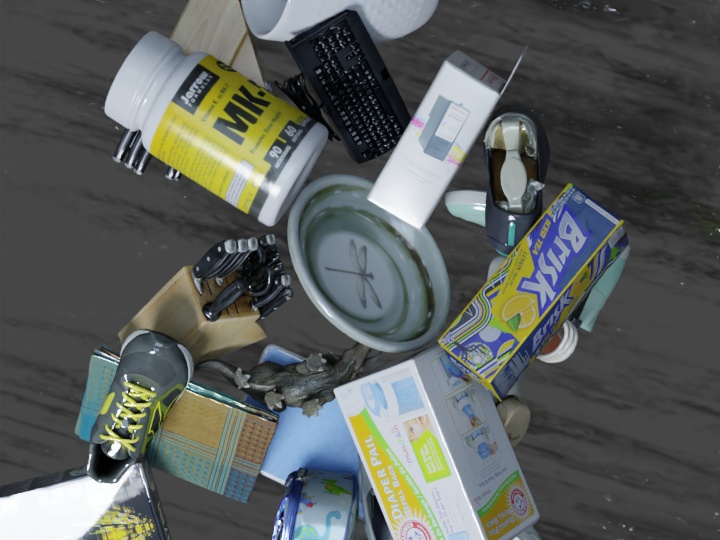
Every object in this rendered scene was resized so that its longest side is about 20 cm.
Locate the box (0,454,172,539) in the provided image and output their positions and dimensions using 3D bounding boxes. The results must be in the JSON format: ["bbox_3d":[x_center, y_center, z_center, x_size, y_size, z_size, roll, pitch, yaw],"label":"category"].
[{"bbox_3d":[-0.297,0.289,1.720,0.198,0.049,0.163,-13,101,2],"label":"box"}]

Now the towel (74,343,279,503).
[{"bbox_3d":[-0.191,0.159,1.697,0.198,0.022,0.147,21,134,-1],"label":"towel"}]

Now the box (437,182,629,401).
[{"bbox_3d":[0.166,0.020,1.565,0.070,0.064,0.200,37,82,23],"label":"box"}]

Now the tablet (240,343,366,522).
[{"bbox_3d":[-0.034,0.175,1.737,0.199,0.014,0.131,25,92,-1],"label":"tablet"}]

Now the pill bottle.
[{"bbox_3d":[-0.141,-0.141,1.609,0.199,0.114,0.115,31,93,1],"label":"pill bottle"}]

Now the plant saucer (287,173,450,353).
[{"bbox_3d":[0.000,0.000,1.667,0.201,0.200,0.050,50,131,-2],"label":"plant saucer"}]

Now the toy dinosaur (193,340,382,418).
[{"bbox_3d":[-0.075,0.117,1.684,0.198,0.102,0.078,-10,83,4],"label":"toy dinosaur"}]

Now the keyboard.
[{"bbox_3d":[-0.013,-0.165,1.643,0.103,0.200,0.040,-28,51,5],"label":"keyboard"}]

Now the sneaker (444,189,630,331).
[{"bbox_3d":[0.166,-0.006,1.692,0.199,0.074,0.119,21,89,-1],"label":"sneaker"}]

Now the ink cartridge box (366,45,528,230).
[{"bbox_3d":[0.088,-0.149,1.650,0.067,0.117,0.201,31,105,1],"label":"ink cartridge box"}]

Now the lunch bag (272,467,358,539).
[{"bbox_3d":[-0.051,0.307,1.664,0.082,0.161,0.202,8,100,1],"label":"lunch bag"}]

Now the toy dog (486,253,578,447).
[{"bbox_3d":[0.150,0.084,1.678,0.132,0.096,0.201,43,118,22],"label":"toy dog"}]

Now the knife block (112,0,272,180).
[{"bbox_3d":[-0.187,-0.199,1.698,0.174,0.064,0.202,-17,92,1],"label":"knife block"}]

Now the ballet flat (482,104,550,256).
[{"bbox_3d":[0.154,-0.107,1.639,0.072,0.073,0.201,4,51,1],"label":"ballet flat"}]

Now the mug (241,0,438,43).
[{"bbox_3d":[-0.018,-0.319,1.653,0.174,0.148,0.202,2,60,-26],"label":"mug"}]

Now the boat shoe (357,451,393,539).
[{"bbox_3d":[0.034,0.215,1.698,0.073,0.065,0.202,-8,92,1],"label":"boat shoe"}]

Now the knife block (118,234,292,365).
[{"bbox_3d":[-0.162,0.035,1.642,0.198,0.176,0.064,-22,71,3],"label":"knife block"}]

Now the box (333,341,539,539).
[{"bbox_3d":[0.076,0.181,1.626,0.112,0.101,0.202,-23,89,38],"label":"box"}]

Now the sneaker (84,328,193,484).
[{"bbox_3d":[-0.218,0.139,1.614,0.074,0.085,0.201,21,135,-5],"label":"sneaker"}]

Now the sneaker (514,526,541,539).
[{"bbox_3d":[0.148,0.268,1.705,0.070,0.080,0.201,-37,90,4],"label":"sneaker"}]
